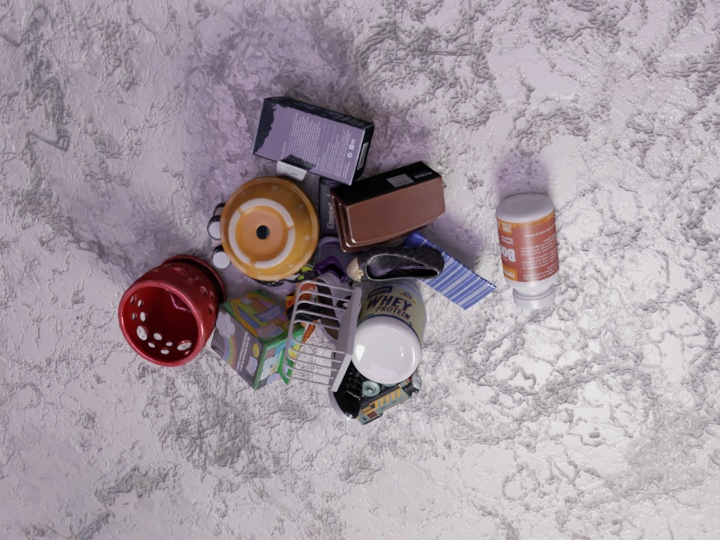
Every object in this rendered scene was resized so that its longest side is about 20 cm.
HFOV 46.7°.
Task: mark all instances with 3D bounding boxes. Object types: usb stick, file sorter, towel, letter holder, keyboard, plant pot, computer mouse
[{"bbox_3d":[-0.059,-0.113,1.669,0.054,0.033,0.202,12,140,6],"label":"usb stick"},{"bbox_3d":[-0.080,0.126,1.628,0.121,0.142,0.201,11,152,-5],"label":"file sorter"},{"bbox_3d":[0.164,0.000,1.676,0.198,0.024,0.145,34,154,-5],"label":"towel"},{"bbox_3d":[0.057,-0.102,1.596,0.196,0.101,0.145,-18,117,-14],"label":"letter holder"},{"bbox_3d":[-0.131,-0.185,1.563,0.055,0.200,0.011,13,90,-7],"label":"keyboard"},{"bbox_3d":[-0.178,-0.075,1.582,0.195,0.183,0.206,0,96,-1],"label":"plant pot"},{"bbox_3d":[-0.075,0.071,1.705,0.197,0.035,0.058,-15,145,35],"label":"computer mouse"},{"bbox_3d":[-0.395,0.074,1.794,0.195,0.183,0.205,6,118,11],"label":"plant pot"}]

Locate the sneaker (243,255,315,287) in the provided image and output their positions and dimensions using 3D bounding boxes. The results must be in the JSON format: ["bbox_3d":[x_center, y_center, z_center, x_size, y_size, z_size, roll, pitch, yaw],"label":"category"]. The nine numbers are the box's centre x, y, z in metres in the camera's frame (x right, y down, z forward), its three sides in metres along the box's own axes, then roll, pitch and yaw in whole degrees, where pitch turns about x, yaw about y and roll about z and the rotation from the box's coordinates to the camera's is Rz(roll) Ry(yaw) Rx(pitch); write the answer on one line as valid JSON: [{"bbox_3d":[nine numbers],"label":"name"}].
[{"bbox_3d":[-0.170,-0.016,1.765,0.196,0.083,0.074,-4,154,32],"label":"sneaker"}]

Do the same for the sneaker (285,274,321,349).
[{"bbox_3d":[-0.131,0.091,1.816,0.076,0.073,0.204,25,113,16],"label":"sneaker"}]

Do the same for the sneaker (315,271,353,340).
[{"bbox_3d":[-0.041,0.067,1.775,0.072,0.085,0.203,31,146,27],"label":"sneaker"}]

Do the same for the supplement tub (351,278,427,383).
[{"bbox_3d":[0.061,0.116,1.695,0.141,0.201,0.148,4,118,8],"label":"supplement tub"}]

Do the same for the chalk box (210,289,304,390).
[{"bbox_3d":[-0.204,0.157,1.772,0.199,0.123,0.126,38,126,26],"label":"chalk box"}]

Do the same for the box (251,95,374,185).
[{"bbox_3d":[-0.085,-0.248,1.569,0.195,0.149,0.110,17,105,4],"label":"box"}]

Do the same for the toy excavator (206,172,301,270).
[{"bbox_3d":[-0.214,-0.109,1.722,0.194,0.100,0.199,-3,113,1],"label":"toy excavator"}]

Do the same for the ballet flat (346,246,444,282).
[{"bbox_3d":[0.065,-0.009,1.609,0.195,0.057,0.068,-7,117,15],"label":"ballet flat"}]

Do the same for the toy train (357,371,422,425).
[{"bbox_3d":[0.042,0.261,1.848,0.198,0.086,0.114,-32,118,23],"label":"toy train"}]

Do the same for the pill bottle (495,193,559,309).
[{"bbox_3d":[0.325,-0.035,1.608,0.109,0.113,0.204,-5,115,15],"label":"pill bottle"}]

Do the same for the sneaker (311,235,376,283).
[{"bbox_3d":[0.000,0.000,1.685,0.195,0.089,0.075,14,147,1],"label":"sneaker"}]

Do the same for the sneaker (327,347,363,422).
[{"bbox_3d":[-0.013,0.212,1.765,0.072,0.202,0.112,27,123,-27],"label":"sneaker"}]
